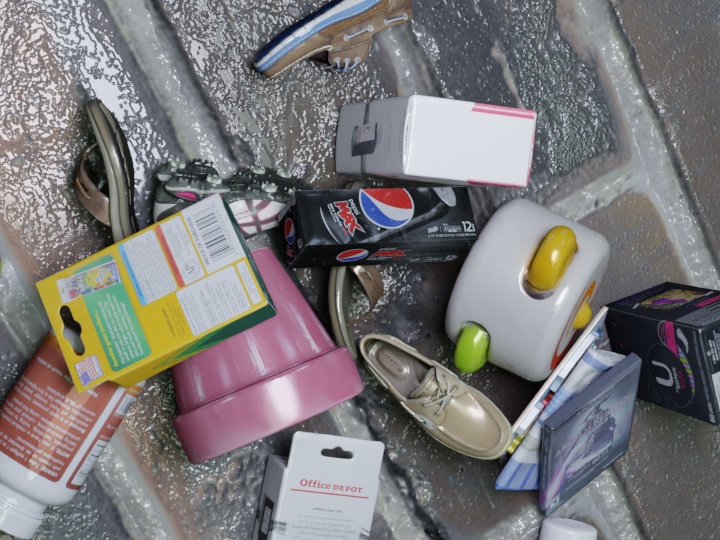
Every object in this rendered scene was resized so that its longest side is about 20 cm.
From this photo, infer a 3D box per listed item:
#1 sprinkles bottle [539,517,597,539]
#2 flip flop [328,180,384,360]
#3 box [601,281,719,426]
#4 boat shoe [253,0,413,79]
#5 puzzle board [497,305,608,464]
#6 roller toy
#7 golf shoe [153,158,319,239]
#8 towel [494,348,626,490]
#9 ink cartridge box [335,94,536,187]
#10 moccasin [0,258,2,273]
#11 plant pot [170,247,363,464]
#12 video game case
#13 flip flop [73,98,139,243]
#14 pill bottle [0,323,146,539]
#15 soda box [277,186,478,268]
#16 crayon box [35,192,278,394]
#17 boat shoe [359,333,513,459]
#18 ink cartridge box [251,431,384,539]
[{"bbox_3d":[0.240,0.406,1.521,0.068,0.068,0.200,8,92,-22],"label":"sprinkles bottle"},{"bbox_3d":[0.000,0.000,1.371,0.058,0.081,0.200,5,79,6],"label":"flip flop"},{"bbox_3d":[0.393,0.094,1.479,0.106,0.200,0.122,-19,102,-19],"label":"box"},{"bbox_3d":[-0.021,-0.254,1.353,0.200,0.072,0.072,-35,108,-15],"label":"boat shoe"},{"bbox_3d":[0.225,0.139,1.453,0.017,0.151,0.200,36,81,13],"label":"puzzle board"},{"bbox_3d":[0.193,0.022,1.387,0.140,0.182,0.200,26,114,16],"label":"roller toy"},{"bbox_3d":[-0.126,-0.066,1.342,0.200,0.077,0.088,5,116,-22],"label":"golf shoe"},{"bbox_3d":[0.244,0.178,1.458,0.200,0.024,0.147,-56,150,10],"label":"towel"},{"bbox_3d":[0.074,-0.136,1.333,0.146,0.200,0.085,5,94,-21],"label":"ink cartridge box"},{"bbox_3d":[-0.406,0.062,1.228,0.074,0.078,0.201,31,82,-37],"label":"moccasin"},{"bbox_3d":[-0.119,0.081,1.296,0.200,0.200,0.179,-22,87,-18],"label":"plant pot"},{"bbox_3d":[0.268,0.197,1.469,0.143,0.019,0.200,-34,146,-20],"label":"video game case"},{"bbox_3d":[-0.262,-0.074,1.276,0.058,0.081,0.200,-7,103,-1],"label":"flip flop"},{"bbox_3d":[-0.314,0.163,1.258,0.112,0.112,0.200,35,82,-21],"label":"pill bottle"},{"bbox_3d":[0.019,-0.046,1.315,0.200,0.071,0.063,-3,69,-23],"label":"soda box"},{"bbox_3d":[-0.197,0.027,1.207,0.200,0.052,0.126,-26,73,1],"label":"crayon box"},{"bbox_3d":[0.079,0.137,1.376,0.200,0.065,0.072,38,88,20],"label":"boat shoe"},{"bbox_3d":[-0.052,0.276,1.395,0.116,0.067,0.200,11,92,-22],"label":"ink cartridge box"}]
